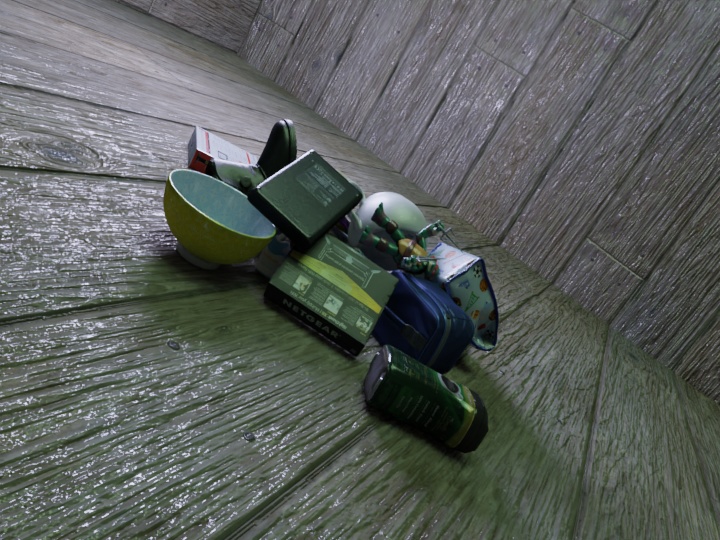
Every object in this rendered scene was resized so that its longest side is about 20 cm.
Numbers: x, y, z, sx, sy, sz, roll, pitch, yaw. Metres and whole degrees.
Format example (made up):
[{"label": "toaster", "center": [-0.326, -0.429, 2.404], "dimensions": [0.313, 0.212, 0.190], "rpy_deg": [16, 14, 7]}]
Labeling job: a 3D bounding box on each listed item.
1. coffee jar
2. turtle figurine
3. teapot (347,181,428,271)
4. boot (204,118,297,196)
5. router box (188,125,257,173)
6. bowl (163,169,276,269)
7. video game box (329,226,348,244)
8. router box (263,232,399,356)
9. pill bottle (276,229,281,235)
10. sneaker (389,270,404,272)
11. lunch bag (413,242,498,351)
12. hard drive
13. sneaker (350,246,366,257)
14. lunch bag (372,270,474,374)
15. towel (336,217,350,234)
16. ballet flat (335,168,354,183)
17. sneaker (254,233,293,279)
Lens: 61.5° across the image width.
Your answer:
[{"label": "coffee jar", "center": [0.105, 0.204, 0.951], "dimensions": [0.197, 0.087, 0.105], "rpy_deg": [29, 14, -10]}, {"label": "turtle figurine", "center": [0.099, -0.042, 1.194], "dimensions": [0.197, 0.102, 0.151], "rpy_deg": [30, 40, -1]}, {"label": "teapot", "center": [0.054, -0.105, 1.345], "dimensions": [0.191, 0.202, 0.149], "rpy_deg": [-6, 59, -1]}, {"label": "boot", "center": [-0.209, -0.200, 1.155], "dimensions": [0.164, 0.207, 0.076], "rpy_deg": [4, -5, -28]}, {"label": "router box", "center": [-0.339, -0.273, 1.512], "dimensions": [0.176, 0.049, 0.201], "rpy_deg": [25, 19, -25]}, {"label": "bowl", "center": [-0.251, -0.069, 1.014], "dimensions": [0.197, 0.109, 0.201], "rpy_deg": [31, 17, -10]}, {"label": "video game box", "center": [-0.065, -0.061, 1.435], "dimensions": [0.197, 0.048, 0.183], "rpy_deg": [21, 17, -35]}, {"label": "router box", "center": [-0.048, 0.030, 1.070], "dimensions": [0.197, 0.052, 0.159], "rpy_deg": [33, 54, 0]}, {"label": "pill bottle", "center": [-0.179, -0.122, 1.270], "dimensions": [0.197, 0.121, 0.120], "rpy_deg": [21, 20, -32]}, {"label": "sneaker", "center": [0.121, 0.006, 1.436], "dimensions": [0.075, 0.089, 0.200], "rpy_deg": [14, 26, -48]}, {"label": "lunch bag", "center": [0.208, 0.067, 1.302], "dimensions": [0.203, 0.122, 0.170], "rpy_deg": [64, -12, -25]}, {"label": "hard drive", "center": [-0.095, -0.133, 1.100], "dimensions": [0.139, 0.033, 0.200], "rpy_deg": [42, 41, 2]}, {"label": "sneaker", "center": [0.000, 0.000, 1.285], "dimensions": [0.196, 0.087, 0.076], "rpy_deg": [26, 50, -9]}, {"label": "lunch bag", "center": [0.102, 0.093, 1.158], "dimensions": [0.130, 0.138, 0.200], "rpy_deg": [16, 22, -44]}, {"label": "towel", "center": [-0.065, -0.137, 1.406], "dimensions": [0.143, 0.023, 0.200], "rpy_deg": [41, -5, 42]}, {"label": "ballet flat", "center": [-0.035, -0.179, 1.379], "dimensions": [0.069, 0.070, 0.200], "rpy_deg": [34, -4, 7]}, {"label": "sneaker", "center": [-0.127, -0.031, 1.183], "dimensions": [0.076, 0.082, 0.199], "rpy_deg": [34, 16, 12]}]
